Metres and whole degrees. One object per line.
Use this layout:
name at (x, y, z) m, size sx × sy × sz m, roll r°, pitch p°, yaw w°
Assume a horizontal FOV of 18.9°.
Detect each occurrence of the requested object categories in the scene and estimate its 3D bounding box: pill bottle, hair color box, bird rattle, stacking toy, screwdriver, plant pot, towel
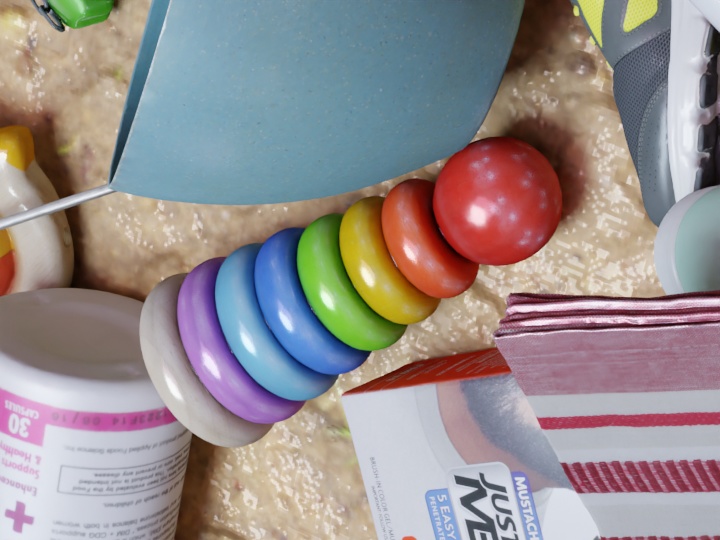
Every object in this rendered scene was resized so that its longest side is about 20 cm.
pill bottle at (-0.144, 0.120, 1.036) m, size 0.113 × 0.113 × 0.200 m, roll 22°, pitch 114°, yaw 26°
hair color box at (0.099, 0.085, 0.905) m, size 0.200 × 0.064 × 0.111 m, roll -11°, pitch 96°, yaw 32°
bird rattle at (-0.221, -0.003, 1.066) m, size 0.163 × 0.113 × 0.200 m, roll -3°, pitch 105°, yaw 16°
stacking toy at (0.000, 0.000, 0.941) m, size 0.200 × 0.085 × 0.085 m, roll -31°, pitch 86°, yaw 28°
screwdriver at (-0.112, -0.041, 0.993) m, size 0.200 × 0.029 × 0.028 m, roll -14°, pitch 57°, yaw 15°
plant pot at (-0.010, -0.111, 0.863) m, size 0.135 × 0.200 × 0.200 m, roll 16°, pitch 115°, yaw -9°
towel at (0.144, 0.070, 0.759) m, size 0.144 × 0.023 × 0.200 m, roll -3°, pitch 141°, yaw 25°

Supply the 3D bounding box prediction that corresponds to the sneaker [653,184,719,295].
sneaker at (0.198, 0.050, 0.774) m, size 0.200 × 0.074 × 0.118 m, roll 46°, pitch 165°, yaw -14°

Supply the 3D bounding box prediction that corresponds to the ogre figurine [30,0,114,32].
ogre figurine at (-0.141, -0.208, 0.957) m, size 0.098 × 0.200 × 0.120 m, roll -36°, pitch 66°, yaw -10°

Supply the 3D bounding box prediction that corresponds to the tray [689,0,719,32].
tray at (0.130, -0.163, 0.780) m, size 0.200 × 0.022 × 0.107 m, roll 45°, pitch 90°, yaw -5°

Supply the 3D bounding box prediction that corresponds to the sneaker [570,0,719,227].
sneaker at (0.114, -0.112, 0.846) m, size 0.085 × 0.074 × 0.200 m, roll 0°, pitch 94°, yaw 38°
